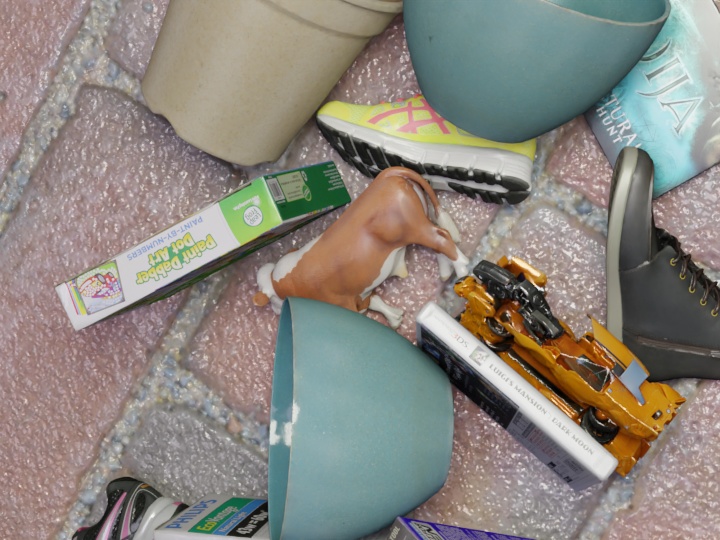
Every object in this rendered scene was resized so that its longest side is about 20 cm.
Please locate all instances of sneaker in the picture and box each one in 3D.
[{"bbox_3d":[-0.231,0.275,1.415,0.086,0.080,0.201,35,96,22],"label":"sneaker"},{"bbox_3d":[0.247,-0.004,1.231,0.105,0.075,0.202,1,118,10],"label":"sneaker"},{"bbox_3d":[0.059,-0.117,1.289,0.198,0.078,0.091,14,73,20],"label":"sneaker"}]

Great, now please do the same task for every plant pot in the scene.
[{"bbox_3d":[-0.082,-0.194,1.266,0.200,0.200,0.184,36,115,10],"label":"plant pot"},{"bbox_3d":[0.114,-0.178,1.171,0.199,0.200,0.136,30,121,11],"label":"plant pot"},{"bbox_3d":[0.001,0.125,1.242,0.133,0.200,0.202,4,97,-8],"label":"plant pot"}]

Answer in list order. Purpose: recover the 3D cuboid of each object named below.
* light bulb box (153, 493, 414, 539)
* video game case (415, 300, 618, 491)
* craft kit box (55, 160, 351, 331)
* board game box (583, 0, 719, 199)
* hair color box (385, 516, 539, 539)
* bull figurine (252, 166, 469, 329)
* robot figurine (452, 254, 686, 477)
[{"bbox_3d":[-0.064,0.307,1.334,0.198,0.125,0.200,3,97,16],"label":"light bulb box"},{"bbox_3d":[0.117,0.103,1.225,0.181,0.200,0.023,40,84,9],"label":"video game case"},{"bbox_3d":[-0.123,-0.024,1.277,0.196,0.200,0.049,-24,90,17],"label":"craft kit box"},{"bbox_3d":[0.232,-0.169,1.248,0.135,0.028,0.201,-30,87,18],"label":"board game box"},{"bbox_3d":[0.094,0.270,1.250,0.065,0.199,0.110,40,109,51],"label":"hair color box"},{"bbox_3d":[0.000,0.000,1.303,0.121,0.065,0.200,41,124,-10],"label":"bull figurine"},{"bbox_3d":[0.156,0.069,1.230,0.200,0.145,0.058,43,65,13],"label":"robot figurine"}]
